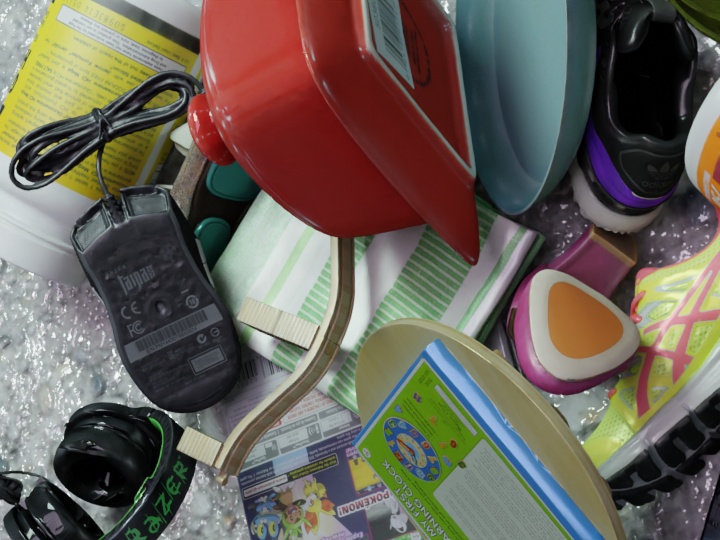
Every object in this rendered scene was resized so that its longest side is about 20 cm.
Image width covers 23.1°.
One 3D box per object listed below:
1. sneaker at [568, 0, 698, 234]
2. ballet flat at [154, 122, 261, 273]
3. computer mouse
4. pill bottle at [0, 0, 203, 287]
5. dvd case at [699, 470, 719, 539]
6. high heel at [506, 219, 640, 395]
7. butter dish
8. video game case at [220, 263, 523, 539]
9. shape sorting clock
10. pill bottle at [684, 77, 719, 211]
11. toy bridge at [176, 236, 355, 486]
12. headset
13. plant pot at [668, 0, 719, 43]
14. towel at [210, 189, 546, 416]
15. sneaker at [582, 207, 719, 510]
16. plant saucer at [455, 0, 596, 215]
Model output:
[{"bbox_3d":[0.149,-0.131,0.977,0.069,0.100,0.202,-4,68,-14],"label":"sneaker"},{"bbox_3d":[-0.105,-0.054,1.141,0.067,0.068,0.201,32,95,33],"label":"ballet flat"},{"bbox_3d":[-0.112,-0.023,1.092,0.140,0.046,0.201,-30,98,1],"label":"computer mouse"},{"bbox_3d":[-0.179,-0.097,1.164,0.112,0.112,0.201,29,94,30],"label":"pill bottle"},{"bbox_3d":[0.187,0.185,0.894,0.017,0.143,0.202,16,88,-4],"label":"dvd case"},{"bbox_3d":[0.097,0.040,0.940,0.067,0.200,0.096,34,115,-5],"label":"high heel"},{"bbox_3d":[-0.031,-0.104,1.004,0.147,0.200,0.201,-21,50,20],"label":"butter dish"},{"bbox_3d":[0.012,0.105,1.069,0.199,0.023,0.184,-23,70,23],"label":"video game case"},{"bbox_3d":[0.069,0.112,0.937,0.199,0.039,0.201,34,141,32],"label":"shape sorting clock"},{"bbox_3d":[0.261,-0.025,0.855,0.113,0.113,0.200,-49,58,12],"label":"pill bottle"},{"bbox_3d":[-0.043,0.036,1.058,0.067,0.027,0.202,19,83,37],"label":"toy bridge"},{"bbox_3d":[-0.186,0.135,1.116,0.199,0.094,0.124,-8,43,52],"label":"headset"},{"bbox_3d":[0.209,-0.236,0.927,0.199,0.192,0.203,-6,78,28],"label":"plant pot"},{"bbox_3d":[0.000,0.000,1.073,0.199,0.023,0.153,30,89,36],"label":"towel"},{"bbox_3d":[0.173,0.044,0.963,0.200,0.078,0.090,-48,61,0],"label":"sneaker"},{"bbox_3d":[0.094,-0.133,0.999,0.027,0.200,0.202,-2,75,-13],"label":"plant saucer"}]
